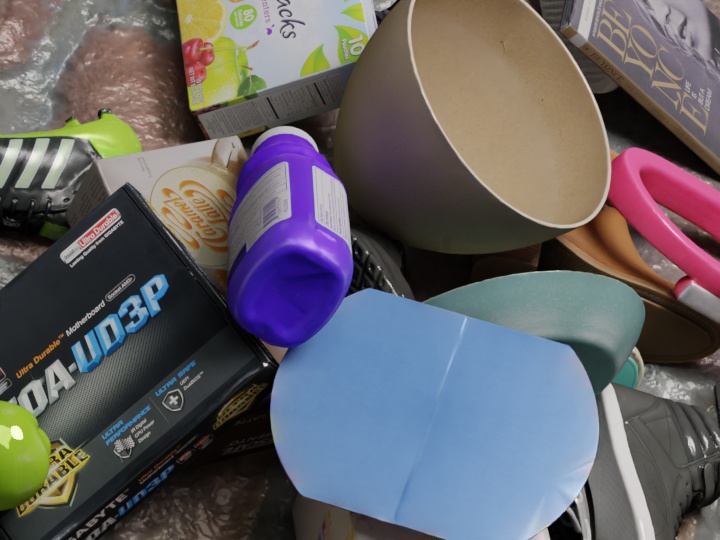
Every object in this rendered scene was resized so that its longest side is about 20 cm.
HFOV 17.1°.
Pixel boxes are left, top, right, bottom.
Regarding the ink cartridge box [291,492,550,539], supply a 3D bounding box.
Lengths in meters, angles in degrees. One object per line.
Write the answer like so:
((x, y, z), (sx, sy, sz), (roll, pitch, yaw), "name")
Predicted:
((0.039, 0.179, 1.504), (0.128, 0.125, 0.200), (2, 52, -16), "ink cartridge box")

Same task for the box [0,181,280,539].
((-0.170, 0.068, 1.502), (0.200, 0.046, 0.159), (-40, 69, 1), "box")

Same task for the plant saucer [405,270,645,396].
((0.094, 0.065, 1.573), (0.200, 0.200, 0.036), (-1, 60, -21), "plant saucer")

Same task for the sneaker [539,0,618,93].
((0.190, -0.228, 1.929), (0.082, 0.074, 0.200), (0, 58, -29), "sneaker")

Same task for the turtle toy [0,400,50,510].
((-0.287, 0.112, 1.433), (0.200, 0.146, 0.101), (6, 25, 2), "turtle toy")

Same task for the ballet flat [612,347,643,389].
((0.101, 0.059, 1.682), (0.200, 0.068, 0.062), (10, 22, -17), "ballet flat")

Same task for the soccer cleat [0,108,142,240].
((-0.235, -0.055, 1.641), (0.200, 0.068, 0.081), (-15, 72, -30), "soccer cleat")

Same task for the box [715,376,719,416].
((0.331, 0.140, 1.663), (0.124, 0.098, 0.200), (9, 51, -13), "box")

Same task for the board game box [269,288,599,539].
((0.043, 0.100, 1.462), (0.200, 0.039, 0.158), (16, 55, 8), "board game box")

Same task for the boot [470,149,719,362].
((0.183, -0.024, 1.762), (0.200, 0.074, 0.155), (23, 44, -5), "boot")

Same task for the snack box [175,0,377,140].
((-0.064, -0.200, 1.784), (0.142, 0.053, 0.200), (-16, 54, 8), "snack box")

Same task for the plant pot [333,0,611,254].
((0.059, -0.091, 1.674), (0.200, 0.134, 0.201), (29, 45, -34), "plant pot")

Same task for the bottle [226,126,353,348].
((-0.046, -0.030, 1.520), (0.065, 0.084, 0.200), (31, 21, -17), "bottle")

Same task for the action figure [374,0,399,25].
((0.075, -0.188, 1.837), (0.119, 0.102, 0.200), (35, 60, 0), "action figure")

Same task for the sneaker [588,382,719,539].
((0.210, 0.162, 1.620), (0.099, 0.071, 0.200), (6, 53, -19), "sneaker")

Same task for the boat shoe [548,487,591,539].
((0.122, 0.173, 1.578), (0.072, 0.069, 0.200), (15, 46, -6), "boat shoe")

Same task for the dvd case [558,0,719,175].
((0.238, -0.179, 1.884), (0.200, 0.016, 0.149), (38, 44, -24), "dvd case")

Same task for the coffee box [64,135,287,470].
((-0.103, 0.021, 1.592), (0.114, 0.080, 0.200), (-12, 66, -30), "coffee box")

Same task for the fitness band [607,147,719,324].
((0.253, -0.019, 1.745), (0.200, 0.037, 0.144), (27, 30, -37), "fitness band")

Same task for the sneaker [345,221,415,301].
((0.000, 0.000, 1.630), (0.091, 0.076, 0.200), (9, 17, -28), "sneaker")
